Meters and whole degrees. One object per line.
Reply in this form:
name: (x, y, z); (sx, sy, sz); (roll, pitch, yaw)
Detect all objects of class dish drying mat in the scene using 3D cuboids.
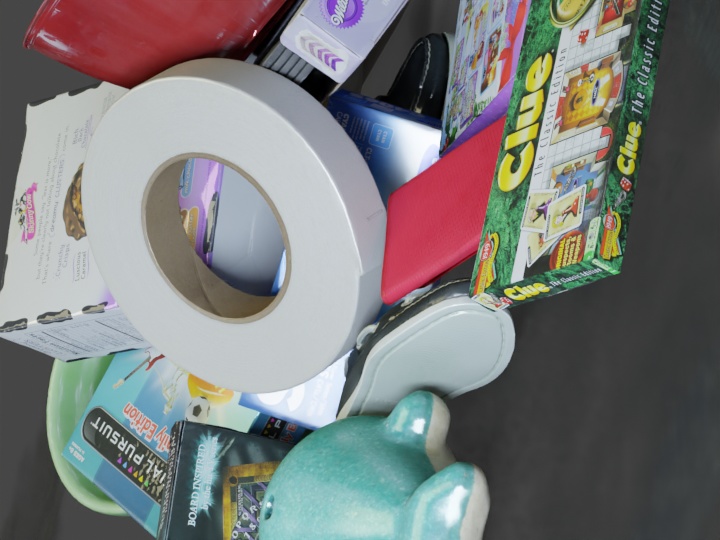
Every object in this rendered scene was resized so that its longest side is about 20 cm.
dish drying mat: (0.078, -0.050, 1.529); (0.200, 0.018, 0.077); (-34, 42, 45)

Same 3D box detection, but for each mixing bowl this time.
mixing bowl: (-0.100, -0.177, 1.710); (0.200, 0.108, 0.200); (-49, 1, 1)

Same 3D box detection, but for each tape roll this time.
tape roll: (-0.074, -0.025, 1.656); (0.037, 0.203, 0.203); (-34, -24, -48)

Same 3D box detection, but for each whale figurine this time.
whale figurine: (0.007, 0.140, 1.554); (0.200, 0.104, 0.159); (168, 116, -74)

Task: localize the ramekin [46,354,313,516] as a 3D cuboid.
ramekin: (-0.116, 0.082, 1.956); (0.200, 0.098, 0.200); (-22, 58, 39)

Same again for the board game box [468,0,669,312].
board game box: (0.111, -0.082, 1.454); (0.105, 0.023, 0.200); (-23, 49, 55)

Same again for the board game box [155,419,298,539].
board game box: (-0.060, 0.196, 1.695); (0.028, 0.135, 0.200); (129, 152, -59)

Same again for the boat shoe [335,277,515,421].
boat shoe: (0.032, 0.045, 1.607); (0.200, 0.076, 0.060); (133, 148, -54)

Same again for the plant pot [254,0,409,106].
plant pot: (-0.054, -0.184, 1.915); (0.174, 0.200, 0.200); (-42, -14, -44)

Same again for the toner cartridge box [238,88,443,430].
toner cartridge box: (0.000, 0.000, 1.716); (0.043, 0.095, 0.200); (-46, -28, -78)

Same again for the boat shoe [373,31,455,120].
boat shoe: (0.006, -0.070, 1.829); (0.075, 0.066, 0.199); (-97, 25, -53)

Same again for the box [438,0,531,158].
box: (0.096, -0.173, 1.639); (0.137, 0.039, 0.200); (133, 148, -65)

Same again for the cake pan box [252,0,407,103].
cake pan box: (0.009, -0.180, 1.668); (0.200, 0.052, 0.184); (-56, 4, -17)

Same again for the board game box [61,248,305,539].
board game box: (-0.094, 0.071, 1.829); (0.151, 0.047, 0.200); (34, 96, 47)

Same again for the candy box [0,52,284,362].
candy box: (-0.137, -0.040, 1.834); (0.200, 0.072, 0.168); (-11, 64, 41)
